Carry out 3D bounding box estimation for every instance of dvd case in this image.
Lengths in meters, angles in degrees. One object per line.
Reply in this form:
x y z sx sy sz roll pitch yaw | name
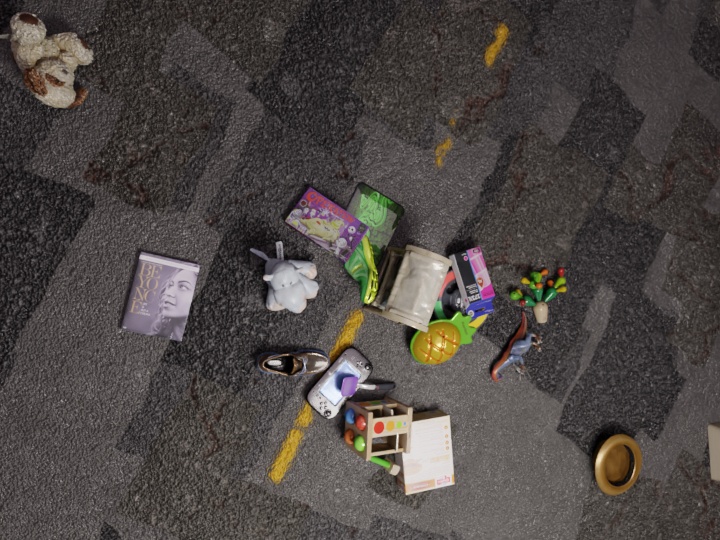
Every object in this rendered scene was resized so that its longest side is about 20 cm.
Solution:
-0.503 0.066 1.335 0.148 0.016 0.201 14 85 -16 | dvd case

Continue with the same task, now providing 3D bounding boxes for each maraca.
0.235 0.194 1.510 0.199 0.107 0.138 -27 117 -1 | maraca

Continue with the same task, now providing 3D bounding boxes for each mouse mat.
0.023 -0.129 1.508 0.160 0.008 0.201 28 80 -15 | mouse mat

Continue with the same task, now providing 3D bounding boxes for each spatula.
0.025 0.323 1.467 0.199 0.021 0.057 9 97 -35 | spatula

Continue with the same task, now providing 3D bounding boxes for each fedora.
0.814 0.618 1.710 0.200 0.082 0.202 -2 95 -19 | fedora

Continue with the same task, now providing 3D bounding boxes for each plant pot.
1.367 0.641 1.834 0.199 0.177 0.201 -5 90 -17 | plant pot

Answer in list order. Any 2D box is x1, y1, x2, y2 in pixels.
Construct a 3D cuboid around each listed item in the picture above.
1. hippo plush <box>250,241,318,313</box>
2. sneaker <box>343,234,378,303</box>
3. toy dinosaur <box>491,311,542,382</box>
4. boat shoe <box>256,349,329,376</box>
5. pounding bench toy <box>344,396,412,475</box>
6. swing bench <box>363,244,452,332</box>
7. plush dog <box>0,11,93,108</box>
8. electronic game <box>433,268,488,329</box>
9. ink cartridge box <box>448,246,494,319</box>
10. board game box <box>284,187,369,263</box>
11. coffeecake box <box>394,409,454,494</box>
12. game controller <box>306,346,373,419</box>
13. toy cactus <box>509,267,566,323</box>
-0.176 0.018 1.362 0.159 0.161 0.201 -15 94 -17 | hippo plush
0.000 0.000 1.446 0.083 0.074 0.201 -14 65 14 | sneaker
0.469 0.258 1.629 0.181 0.105 0.201 -21 58 -4 | toy dinosaur
-0.174 0.253 1.407 0.199 0.072 0.073 -1 90 -17 | boat shoe
0.038 0.461 1.428 0.155 0.124 0.201 1 92 -30 | pounding bench toy
0.125 0.044 1.436 0.129 0.200 0.200 23 83 -16 | swing bench
-0.721 -0.457 1.210 0.160 0.200 0.173 -22 86 17 | plush dog
0.301 0.090 1.575 0.199 0.042 0.201 0 90 -17 | electronic game
0.334 0.037 1.554 0.094 0.037 0.201 -16 89 -21 | ink cartridge box
-0.090 -0.122 1.430 0.200 0.032 0.120 33 75 5 | board game box
0.180 0.518 1.515 0.153 0.073 0.201 -4 91 -18 | coffeecake box
-0.057 0.309 1.458 0.104 0.042 0.200 46 77 -17 | game controller
0.562 0.081 1.639 0.199 0.102 0.166 -19 105 -25 | toy cactus
